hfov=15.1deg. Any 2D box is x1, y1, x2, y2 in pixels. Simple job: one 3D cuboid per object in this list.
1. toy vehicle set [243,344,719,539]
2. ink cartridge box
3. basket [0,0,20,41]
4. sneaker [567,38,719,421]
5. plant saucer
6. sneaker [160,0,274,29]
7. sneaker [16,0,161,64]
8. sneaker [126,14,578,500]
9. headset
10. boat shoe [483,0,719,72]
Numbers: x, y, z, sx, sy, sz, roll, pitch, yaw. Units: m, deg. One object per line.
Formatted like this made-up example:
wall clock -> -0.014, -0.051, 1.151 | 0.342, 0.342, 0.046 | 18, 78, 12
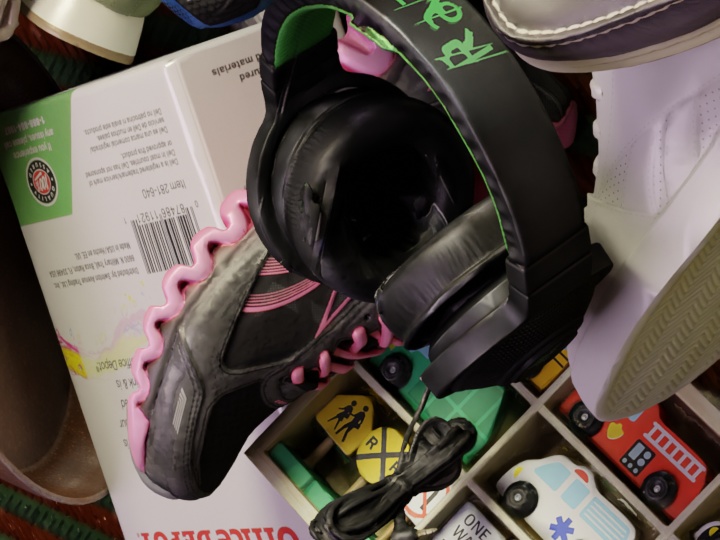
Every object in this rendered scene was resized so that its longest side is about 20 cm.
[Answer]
toy vehicle set -> 0.068, 0.084, 0.893 | 0.200, 0.124, 0.027 | 45, -177, 28
ink cartridge box -> -0.047, 0.016, 1.029 | 0.144, 0.084, 0.201 | -10, 100, 55
basket -> -0.188, -0.182, 0.952 | 0.123, 0.135, 0.201 | 43, 131, 43
sneaker -> 0.091, -0.059, 0.823 | 0.116, 0.073, 0.201 | 47, 131, 29
plant saucer -> -0.144, -0.003, 1.065 | 0.034, 0.200, 0.202 | -17, 96, 18
sneaker -> -0.032, -0.132, 0.823 | 0.201, 0.078, 0.090 | -90, -19, -51
sneaker -> -0.115, -0.165, 1.048 | 0.090, 0.067, 0.200 | -58, 42, 17
sneaker -> 0.000, 0.000, 0.901 | 0.095, 0.079, 0.201 | 34, 91, 14
headset -> 0.010, -0.001, 0.809 | 0.123, 0.094, 0.201 | 40, 153, 36
boat shoe -> 0.107, -0.113, 0.710 | 0.199, 0.065, 0.072 | -22, 71, 31
